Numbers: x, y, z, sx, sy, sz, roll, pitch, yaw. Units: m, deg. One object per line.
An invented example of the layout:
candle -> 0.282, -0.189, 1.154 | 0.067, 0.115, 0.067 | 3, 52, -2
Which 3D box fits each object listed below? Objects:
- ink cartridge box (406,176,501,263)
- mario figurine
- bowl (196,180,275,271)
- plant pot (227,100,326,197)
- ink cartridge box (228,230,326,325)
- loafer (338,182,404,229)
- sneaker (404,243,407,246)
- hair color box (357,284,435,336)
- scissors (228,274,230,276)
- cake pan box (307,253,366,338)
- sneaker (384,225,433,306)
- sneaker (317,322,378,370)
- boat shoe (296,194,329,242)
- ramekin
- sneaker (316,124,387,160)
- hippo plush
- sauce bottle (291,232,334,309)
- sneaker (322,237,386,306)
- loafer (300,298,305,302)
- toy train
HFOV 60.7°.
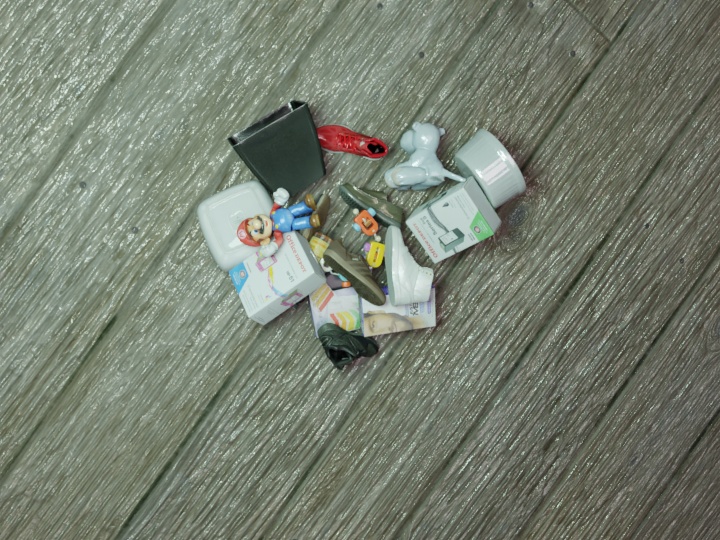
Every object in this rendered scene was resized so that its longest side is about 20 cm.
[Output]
ink cartridge box -> 0.240, -0.127, 1.600 | 0.199, 0.084, 0.147 | -29, 103, 39
mario figurine -> -0.196, -0.113, 1.435 | 0.197, 0.124, 0.107 | -19, 130, 2
bowl -> -0.302, -0.118, 1.538 | 0.198, 0.075, 0.202 | -24, 85, -6
plant pot -> -0.193, -0.286, 1.510 | 0.198, 0.200, 0.179 | -30, 112, -6
ink cartridge box -> -0.202, 0.013, 1.502 | 0.199, 0.085, 0.146 | -34, 63, 6
loafer -> 0.033, -0.180, 1.625 | 0.199, 0.075, 0.070 | 31, 79, -17
sneaker -> 0.113, 0.012, 1.651 | 0.073, 0.081, 0.203 | -17, 100, -8
hair color box -> 0.096, 0.100, 1.610 | 0.197, 0.065, 0.111 | -7, 110, -9
scissors -> -0.274, -0.071, 1.575 | 0.072, 0.014, 0.203 | 18, 78, 1
cake pan box -> -0.050, 0.063, 1.643 | 0.181, 0.052, 0.203 | -10, 98, -12
sneaker -> 0.125, -0.014, 1.554 | 0.114, 0.074, 0.203 | -4, 86, -13
sneaker -> -0.023, 0.216, 1.611 | 0.076, 0.115, 0.198 | -40, 136, 24
boat shoe -> -0.144, -0.112, 1.596 | 0.064, 0.072, 0.202 | 25, 91, 20
ramekin -> 0.333, -0.259, 1.606 | 0.097, 0.201, 0.201 | -36, 102, 2
sneaker -> -0.021, -0.333, 1.567 | 0.197, 0.115, 0.080 | 7, 96, -11
hippo plush -> 0.145, -0.296, 1.575 | 0.157, 0.199, 0.164 | -2, 89, -32
sauce bottle -> -0.133, 0.002, 1.563 | 0.065, 0.066, 0.202 | 27, 82, -13
sneaker -> 0.000, 0.000, 1.522 | 0.200, 0.070, 0.076 | 43, 61, -11
loafer -> -0.213, 0.006, 1.597 | 0.072, 0.063, 0.200 | -44, 101, -2
toy train -> -0.012, -0.056, 1.585 | 0.150, 0.056, 0.200 | 43, 82, -16
